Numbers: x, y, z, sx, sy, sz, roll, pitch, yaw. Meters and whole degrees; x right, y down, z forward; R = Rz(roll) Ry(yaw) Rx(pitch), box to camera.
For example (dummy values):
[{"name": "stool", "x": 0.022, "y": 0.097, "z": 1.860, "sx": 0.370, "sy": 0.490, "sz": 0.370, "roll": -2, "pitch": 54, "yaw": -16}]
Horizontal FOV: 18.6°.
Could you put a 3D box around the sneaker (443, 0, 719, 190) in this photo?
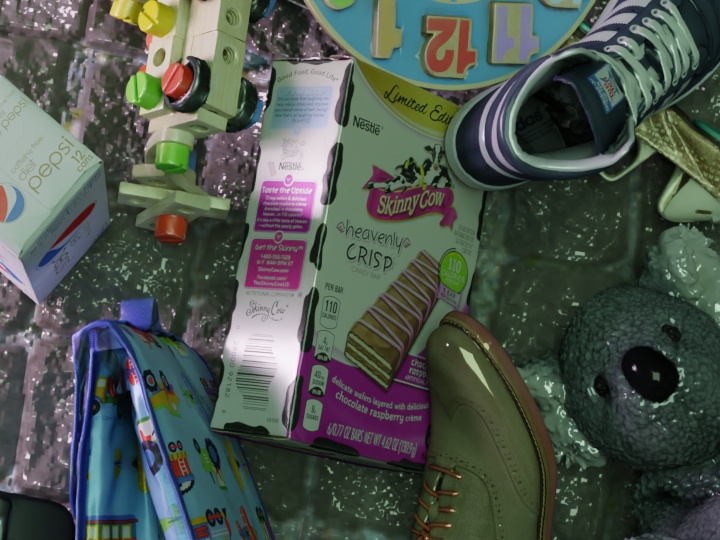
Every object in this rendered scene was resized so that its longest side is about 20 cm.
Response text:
[{"name": "sneaker", "x": 0.141, "y": -0.107, "z": 1.149, "sx": 0.199, "sy": 0.108, "sz": 0.070, "roll": -34, "pitch": 96, "yaw": -10}]

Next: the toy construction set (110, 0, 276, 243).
[{"name": "toy construction set", "x": -0.103, "y": -0.118, "z": 1.194, "sx": 0.092, "sy": 0.131, "sz": 0.202, "roll": 2, "pitch": 82, "yaw": -44}]

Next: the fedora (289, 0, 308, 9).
[{"name": "fedora", "x": -0.004, "y": -0.238, "z": 1.229, "sx": 0.199, "sy": 0.090, "sz": 0.177, "roll": 37, "pitch": 81, "yaw": 0}]

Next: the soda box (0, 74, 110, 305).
[{"name": "soda box", "x": -0.174, "y": -0.037, "z": 1.135, "sx": 0.068, "sy": 0.200, "sz": 0.064, "roll": 40, "pitch": 80, "yaw": 0}]

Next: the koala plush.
[{"name": "koala plush", "x": 0.180, "y": 0.088, "z": 1.189, "sx": 0.177, "sy": 0.184, "sz": 0.200, "roll": -46, "pitch": 67, "yaw": 3}]

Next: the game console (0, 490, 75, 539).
[{"name": "game console", "x": -0.242, "y": 0.189, "z": 1.121, "sx": 0.198, "sy": 0.119, "sz": 0.174, "roll": 12, "pitch": 82, "yaw": -20}]

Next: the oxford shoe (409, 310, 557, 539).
[{"name": "oxford shoe", "x": 0.060, "y": 0.122, "z": 1.165, "sx": 0.074, "sy": 0.070, "sz": 0.202, "roll": -22, "pitch": 108, "yaw": -27}]

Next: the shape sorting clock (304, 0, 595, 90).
[{"name": "shape sorting clock", "x": 0.052, "y": -0.196, "z": 1.173, "sx": 0.198, "sy": 0.039, "sz": 0.202, "roll": -5, "pitch": 104, "yaw": -21}]

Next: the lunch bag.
[{"name": "lunch bag", "x": -0.098, "y": 0.112, "z": 1.141, "sx": 0.093, "sy": 0.151, "sz": 0.202, "roll": -11, "pitch": 82, "yaw": 12}]

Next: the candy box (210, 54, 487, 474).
[{"name": "candy box", "x": 0.000, "y": 0.000, "z": 1.178, "sx": 0.061, "sy": 0.136, "sz": 0.202, "roll": 2, "pitch": 80, "yaw": 39}]

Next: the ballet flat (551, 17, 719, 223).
[{"name": "ballet flat", "x": 0.172, "y": -0.068, "z": 1.243, "sx": 0.199, "sy": 0.070, "sz": 0.065, "roll": 36, "pitch": 100, "yaw": 5}]
